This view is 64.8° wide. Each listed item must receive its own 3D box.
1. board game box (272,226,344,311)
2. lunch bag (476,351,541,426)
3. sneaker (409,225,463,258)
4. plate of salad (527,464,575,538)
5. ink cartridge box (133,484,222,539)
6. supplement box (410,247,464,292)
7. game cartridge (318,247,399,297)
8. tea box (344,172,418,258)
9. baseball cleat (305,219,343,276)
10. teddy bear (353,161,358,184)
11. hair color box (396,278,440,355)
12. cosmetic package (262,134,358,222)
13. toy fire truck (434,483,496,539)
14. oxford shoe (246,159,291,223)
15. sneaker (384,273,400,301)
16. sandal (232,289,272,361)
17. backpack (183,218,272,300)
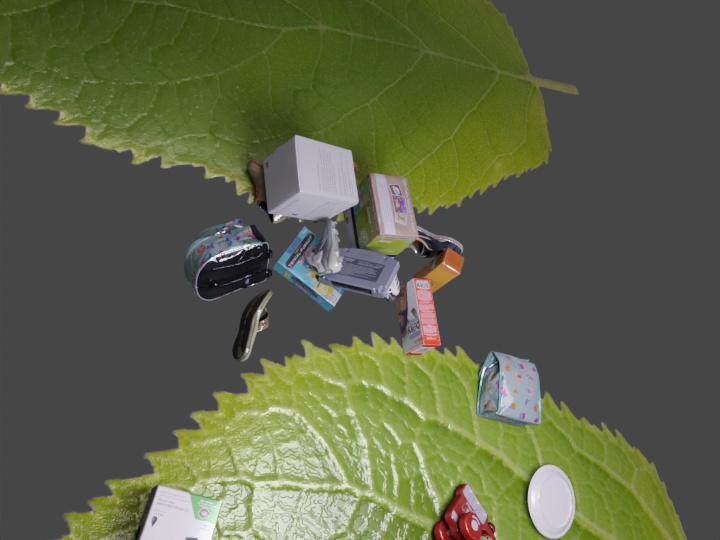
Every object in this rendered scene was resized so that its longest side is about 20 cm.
[{"bbox_3d":[-0.125,-0.006,1.608,0.200,0.047,0.151,38,54,-8],"label":"board game box"},{"bbox_3d":[0.451,0.354,1.713,0.170,0.122,0.201,17,66,-20],"label":"lunch bag"},{"bbox_3d":[0.232,-0.073,1.821,0.199,0.079,0.080,19,54,-8],"label":"sneaker"},{"bbox_3d":[0.554,0.675,1.662,0.199,0.048,0.201,10,72,-30],"label":"plate of salad"},{"bbox_3d":[-0.389,0.564,1.167,0.146,0.083,0.201,22,59,-18],"label":"ink cartridge box"},{"bbox_3d":[0.223,0.012,1.699,0.066,0.200,0.069,31,52,-12],"label":"supplement box"},{"bbox_3d":[0.000,0.000,1.559,0.199,0.042,0.133,13,47,23],"label":"game cartridge"},{"bbox_3d":[0.056,-0.151,1.685,0.133,0.197,0.201,3,66,-28],"label":"tea box"},{"bbox_3d":[-0.105,-0.067,1.576,0.106,0.070,0.200,-17,41,6],"label":"baseball cleat"},{"bbox_3d":[-0.077,-0.287,1.756,0.145,0.067,0.200,42,54,0],"label":"teddy bear"},{"bbox_3d":[0.165,0.136,1.663,0.064,0.111,0.201,6,64,-27],"label":"hair color box"},{"bbox_3d":[-0.140,-0.248,1.577,0.199,0.167,0.167,5,71,-41],"label":"cosmetic package"},{"bbox_3d":[0.299,0.686,1.488,0.200,0.112,0.168,56,36,4],"label":"toy fire truck"},{"bbox_3d":[-0.273,-0.226,1.617,0.075,0.070,0.200,-33,85,-34],"label":"oxford shoe"},{"bbox_3d":[0.059,0.041,1.650,0.200,0.076,0.116,-23,82,-55],"label":"sneaker"},{"bbox_3d":[-0.269,0.142,1.449,0.057,0.080,0.202,33,60,-33],"label":"sandal"},{"bbox_3d":[-0.341,-0.024,1.421,0.200,0.178,0.151,-27,60,-31],"label":"backpack"}]
